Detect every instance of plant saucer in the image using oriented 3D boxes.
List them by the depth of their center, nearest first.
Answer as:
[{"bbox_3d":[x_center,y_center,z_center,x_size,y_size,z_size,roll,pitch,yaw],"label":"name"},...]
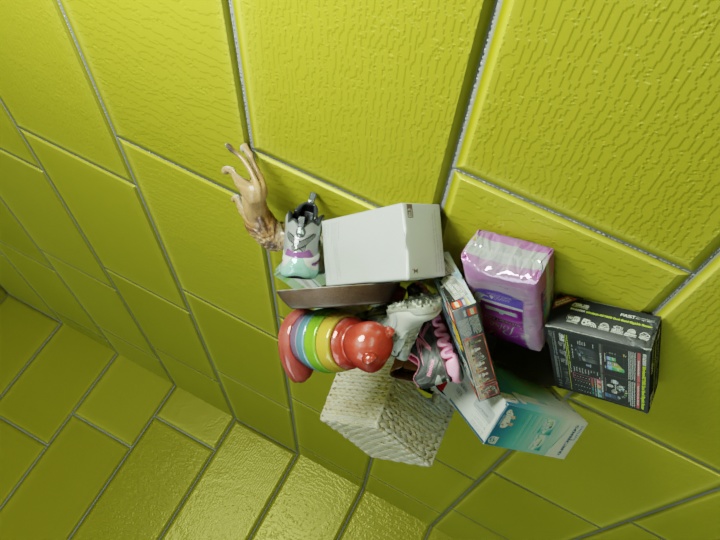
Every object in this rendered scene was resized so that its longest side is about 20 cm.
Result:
[{"bbox_3d":[-0.034,0.041,1.065,0.200,0.035,0.200,-4,179,0],"label":"plant saucer"}]

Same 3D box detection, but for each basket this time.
[{"bbox_3d":[0.055,0.283,1.366,0.198,0.161,0.200,42,150,-29],"label":"basket"}]

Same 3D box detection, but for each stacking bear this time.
[{"bbox_3d":[-0.030,0.117,1.059,0.200,0.121,0.114,-1,125,46],"label":"stacking bear"}]

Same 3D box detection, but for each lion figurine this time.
[{"bbox_3d":[-0.178,-0.117,1.120,0.123,0.072,0.200,57,172,26],"label":"lion figurine"}]

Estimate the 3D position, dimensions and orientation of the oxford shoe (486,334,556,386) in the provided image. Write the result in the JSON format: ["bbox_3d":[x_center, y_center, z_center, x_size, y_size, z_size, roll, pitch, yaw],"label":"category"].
[{"bbox_3d":[0.270,0.142,1.173,0.200,0.071,0.071,24,-177,9],"label":"oxford shoe"}]

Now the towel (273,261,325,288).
[{"bbox_3d":[-0.096,0.020,1.340,0.149,0.031,0.200,42,151,-6],"label":"towel"}]

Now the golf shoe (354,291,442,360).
[{"bbox_3d":[0.073,0.092,1.048,0.200,0.078,0.097,-24,84,61],"label":"golf shoe"}]

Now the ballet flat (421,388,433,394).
[{"bbox_3d":[0.120,0.216,1.448,0.200,0.073,0.073,22,153,5],"label":"ballet flat"}]

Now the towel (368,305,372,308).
[{"bbox_3d":[-0.044,0.042,1.364,0.200,0.018,0.086,-2,133,49],"label":"towel"}]

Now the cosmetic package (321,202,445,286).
[{"bbox_3d":[0.030,-0.036,1.018,0.081,0.113,0.200,-3,180,-40],"label":"cosmetic package"}]

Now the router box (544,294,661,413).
[{"bbox_3d":[0.375,0.130,1.020,0.150,0.062,0.200,14,149,31],"label":"router box"}]

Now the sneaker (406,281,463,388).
[{"bbox_3d":[0.099,0.108,1.108,0.095,0.200,0.079,-23,143,9],"label":"sneaker"}]

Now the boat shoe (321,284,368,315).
[{"bbox_3d":[-0.035,0.082,1.263,0.074,0.069,0.200,4,165,17],"label":"boat shoe"}]

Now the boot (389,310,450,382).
[{"bbox_3d":[0.096,0.136,1.219,0.077,0.155,0.200,45,151,-26],"label":"boot"}]

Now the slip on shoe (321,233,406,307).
[{"bbox_3d":[0.000,0.000,1.198,0.200,0.061,0.074,40,163,12],"label":"slip on shoe"}]

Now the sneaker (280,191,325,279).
[{"bbox_3d":[-0.089,-0.063,1.127,0.078,0.140,0.200,6,-175,-4],"label":"sneaker"}]

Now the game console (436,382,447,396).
[{"bbox_3d":[0.223,0.244,1.309,0.177,0.031,0.200,33,-173,-2],"label":"game console"}]

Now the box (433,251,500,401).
[{"bbox_3d":[0.161,0.088,1.032,0.137,0.040,0.200,-109,-2,-55],"label":"box"}]

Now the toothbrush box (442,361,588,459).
[{"bbox_3d":[0.267,0.236,1.150,0.200,0.085,0.146,17,-161,-31],"label":"toothbrush box"}]

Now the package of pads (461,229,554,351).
[{"bbox_3d":[0.224,0.031,0.993,0.120,0.076,0.200,20,152,28],"label":"package of pads"}]
